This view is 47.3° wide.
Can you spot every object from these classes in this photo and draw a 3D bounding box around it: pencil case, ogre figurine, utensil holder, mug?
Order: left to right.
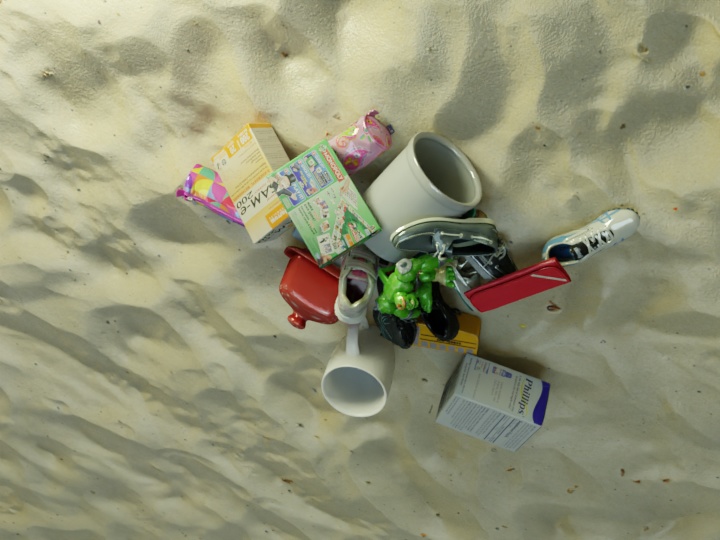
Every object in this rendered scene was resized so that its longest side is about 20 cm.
[{"bbox_3d":[-0.275,-0.144,1.709,0.199,0.089,0.089,23,128,-2],"label":"pencil case"},{"bbox_3d":[-0.032,-0.224,1.581,0.199,0.088,0.088,-31,112,31],"label":"pencil case"},{"bbox_3d":[0.002,0.188,1.805,0.146,0.176,0.201,0,125,16],"label":"mug"},{"bbox_3d":[0.098,0.030,1.567,0.119,0.099,0.200,-4,161,-30],"label":"ogre figurine"},{"bbox_3d":[0.103,-0.132,1.553,0.170,0.170,0.200,37,129,-11],"label":"utensil holder"}]

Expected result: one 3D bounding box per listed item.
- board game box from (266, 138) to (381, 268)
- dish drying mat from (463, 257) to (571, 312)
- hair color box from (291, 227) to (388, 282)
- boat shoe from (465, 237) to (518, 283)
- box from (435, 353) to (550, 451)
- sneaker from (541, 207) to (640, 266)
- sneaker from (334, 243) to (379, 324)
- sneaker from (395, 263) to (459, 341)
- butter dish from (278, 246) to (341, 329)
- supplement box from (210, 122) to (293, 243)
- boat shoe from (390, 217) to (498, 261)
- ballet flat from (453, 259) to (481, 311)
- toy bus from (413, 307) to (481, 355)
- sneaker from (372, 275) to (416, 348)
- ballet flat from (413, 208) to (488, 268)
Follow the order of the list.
[{"bbox_3d":[-0.068,-0.123,1.519,0.134,0.029,0.201,-31,80,2],"label":"board game box"},{"bbox_3d":[0.307,0.033,1.617,0.199,0.018,0.077,-23,134,29],"label":"dish drying mat"},{"bbox_3d":[-0.033,-0.061,1.685,0.199,0.099,0.061,34,126,-9],"label":"hair color box"},{"bbox_3d":[0.258,-0.039,1.631,0.199,0.074,0.068,45,140,-6],"label":"boat shoe"},{"bbox_3d":[0.288,0.292,1.807,0.198,0.106,0.184,21,150,2],"label":"box"},{"bbox_3d":[0.439,-0.054,1.566,0.199,0.073,0.072,-27,112,29],"label":"sneaker"},{"bbox_3d":[0.000,0.000,1.582,0.081,0.202,0.088,7,168,-6],"label":"sneaker"},{"bbox_3d":[0.137,0.055,1.693,0.076,0.091,0.201,-36,82,12],"label":"sneaker"},{"bbox_3d":[-0.099,0.053,1.710,0.199,0.149,0.199,32,172,-5],"label":"butter dish"},{"bbox_3d":[-0.193,-0.171,1.615,0.126,0.073,0.201,-34,79,33],"label":"supplement box"},{"bbox_3d":[0.154,-0.052,1.479,0.198,0.062,0.073,-5,150,-10],"label":"boat shoe"},{"bbox_3d":[0.205,-0.001,1.684,0.069,0.070,0.200,-27,110,31],"label":"ballet flat"},{"bbox_3d":[0.160,0.125,1.784,0.198,0.065,0.079,8,128,10],"label":"toy bus"},{"bbox_3d":[0.055,0.082,1.690,0.079,0.075,0.201,14,137,33],"label":"sneaker"},{"bbox_3d":[0.180,-0.045,1.594,0.072,0.068,0.200,38,128,-19],"label":"ballet flat"}]
